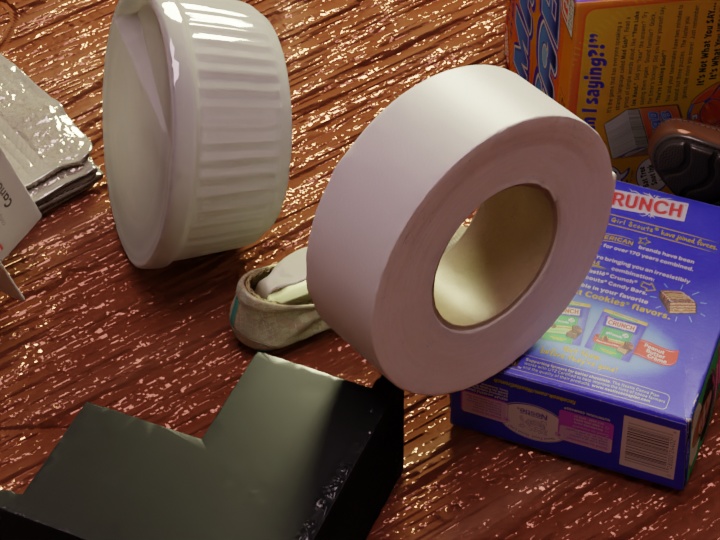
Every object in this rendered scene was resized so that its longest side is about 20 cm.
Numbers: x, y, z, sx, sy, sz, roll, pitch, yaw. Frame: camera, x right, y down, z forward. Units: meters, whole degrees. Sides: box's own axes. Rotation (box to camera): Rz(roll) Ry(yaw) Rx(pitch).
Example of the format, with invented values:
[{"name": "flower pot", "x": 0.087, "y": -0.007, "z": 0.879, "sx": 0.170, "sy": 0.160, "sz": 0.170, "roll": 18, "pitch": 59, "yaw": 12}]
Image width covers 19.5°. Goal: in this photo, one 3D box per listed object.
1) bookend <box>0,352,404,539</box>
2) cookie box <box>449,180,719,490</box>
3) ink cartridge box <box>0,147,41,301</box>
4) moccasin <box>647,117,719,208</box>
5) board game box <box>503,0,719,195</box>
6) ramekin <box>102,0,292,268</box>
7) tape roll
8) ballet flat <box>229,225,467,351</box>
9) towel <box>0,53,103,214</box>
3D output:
[{"name": "bookend", "x": -0.099, "y": 0.136, "z": 1.325, "sx": 0.198, "sy": 0.093, "sz": 0.199, "roll": 16, "pitch": 47, "yaw": 16}, {"name": "cookie box", "x": 0.170, "y": 0.033, "z": 1.435, "sx": 0.170, "sy": 0.076, "sz": 0.201, "roll": 15, "pitch": 49, "yaw": 16}, {"name": "ink cartridge box", "x": -0.300, "y": -0.070, "z": 1.463, "sx": 0.199, "sy": 0.117, "sz": 0.068, "roll": 31, "pitch": 71, "yaw": 29}, {"name": "moccasin", "x": 0.294, "y": -0.074, "z": 1.500, "sx": 0.199, "sy": 0.074, "sz": 0.078, "roll": 10, "pitch": 52, "yaw": -18}, {"name": "board game box", "x": 0.226, "y": -0.191, "z": 1.562, "sx": 0.198, "sy": 0.201, "sz": 0.201, "roll": -6, "pitch": 46, "yaw": -7}, {"name": "ramekin", "x": -0.116, "y": -0.104, "z": 1.488, "sx": 0.093, "sy": 0.204, "sz": 0.203, "roll": -3, "pitch": 45, "yaw": -20}, {"name": "tape roll", "x": 0.064, "y": -0.025, "z": 1.306, "sx": 0.201, "sy": 0.204, "sz": 0.071, "roll": -30, "pitch": 48, "yaw": -26}, {"name": "ballet flat", "x": 0.000, "y": 0.000, "z": 1.475, "sx": 0.199, "sy": 0.063, "sz": 0.068, "roll": -24, "pitch": 51, "yaw": -22}, {"name": "towel", "x": -0.298, "y": -0.103, "z": 1.590, "sx": 0.132, "sy": 0.035, "sz": 0.200, "roll": -31, "pitch": 54, "yaw": -27}]
